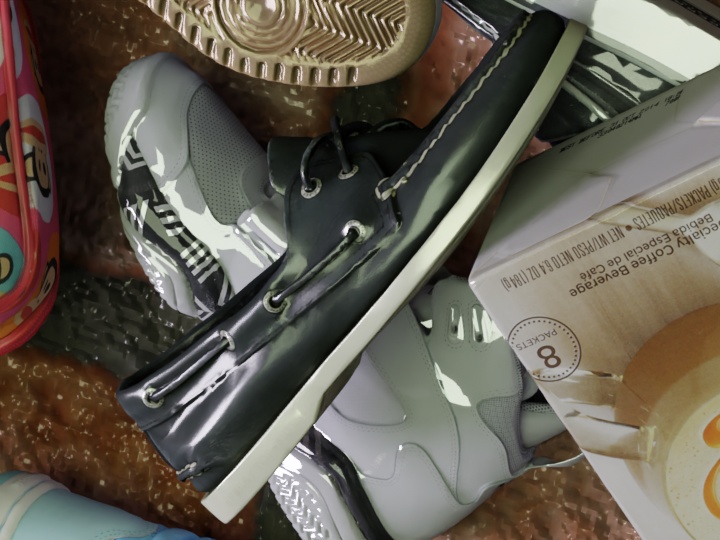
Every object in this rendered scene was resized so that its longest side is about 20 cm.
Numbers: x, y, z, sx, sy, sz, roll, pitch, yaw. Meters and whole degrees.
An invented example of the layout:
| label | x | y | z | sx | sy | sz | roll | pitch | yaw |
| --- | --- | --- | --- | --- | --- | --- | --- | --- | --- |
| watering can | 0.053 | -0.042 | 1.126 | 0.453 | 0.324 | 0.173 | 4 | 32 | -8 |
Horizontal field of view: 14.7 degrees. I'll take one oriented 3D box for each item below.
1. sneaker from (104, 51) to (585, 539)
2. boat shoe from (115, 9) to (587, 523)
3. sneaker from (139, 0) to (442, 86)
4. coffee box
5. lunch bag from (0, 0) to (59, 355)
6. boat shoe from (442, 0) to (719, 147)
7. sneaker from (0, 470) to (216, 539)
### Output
| label | x | y | z | sx | sy | sz | roll | pitch | yaw |
| --- | --- | --- | --- | --- | --- | --- | --- | --- | --- |
| sneaker | 0.000 | 0.000 | 0.958 | 0.115 | 0.075 | 0.200 | -26 | 94 | 24 |
| boat shoe | -0.008 | -0.013 | 0.880 | 0.066 | 0.075 | 0.199 | 38 | 114 | 0 |
| sneaker | -0.051 | -0.120 | 0.934 | 0.200 | 0.108 | 0.070 | 20 | 109 | 17 |
| coffee box | 0.138 | 0.041 | 0.866 | 0.114 | 0.080 | 0.200 | -26 | 110 | 27 |
| lunch bag | -0.209 | -0.049 | 0.970 | 0.199 | 0.082 | 0.177 | -7 | 78 | 0 |
| boat shoe | 0.076 | -0.067 | 0.915 | 0.200 | 0.072 | 0.068 | 29 | 109 | 8 |
| sneaker | -0.091 | 0.182 | 1.029 | 0.130 | 0.080 | 0.201 | 10 | 105 | 23 |
